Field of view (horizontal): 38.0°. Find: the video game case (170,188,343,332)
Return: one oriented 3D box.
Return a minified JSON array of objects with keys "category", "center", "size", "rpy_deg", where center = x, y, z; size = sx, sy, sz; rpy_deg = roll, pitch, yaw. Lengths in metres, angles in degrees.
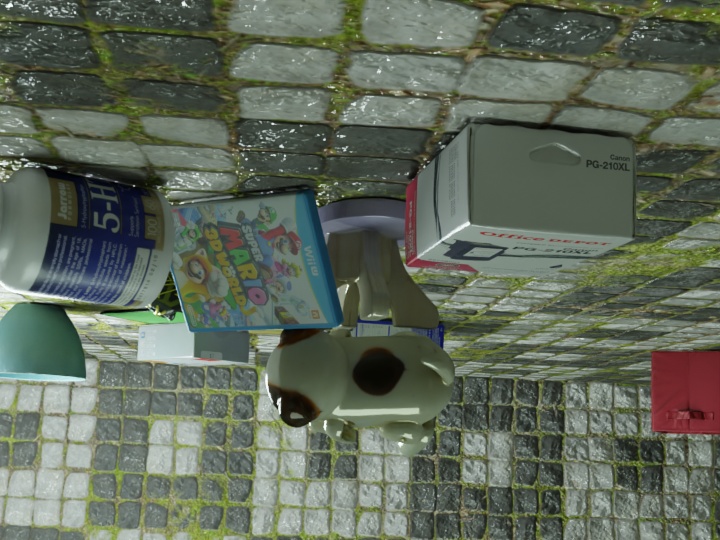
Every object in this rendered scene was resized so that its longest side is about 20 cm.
[{"category":"video game case","center":[-0.119,-0.006,1.101],"size":[0.197,0.146,0.018],"rpy_deg":[-4,-161,30]}]

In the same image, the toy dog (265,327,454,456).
[{"category":"toy dog","center":[-0.009,0.128,1.149],"size":[0.197,0.142,0.193],"rpy_deg":[8,170,-19]}]

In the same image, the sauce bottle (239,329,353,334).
[{"category":"sauce bottle","center":[-0.109,0.078,1.770],"size":[0.196,0.066,0.065],"rpy_deg":[3,170,-5]}]

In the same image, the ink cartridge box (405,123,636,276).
[{"category":"ink cartridge box","center":[0.131,-0.054,0.904],"size":[0.142,0.086,0.200],"rpy_deg":[4,170,-11]}]

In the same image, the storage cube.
[{"category":"storage cube","center":[0.762,0.280,2.384],"size":[0.168,0.183,0.199],"rpy_deg":[-3,168,26]}]

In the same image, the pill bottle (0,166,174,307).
[{"category":"pill bottle","center":[-0.291,-0.034,1.009],"size":[0.197,0.122,0.119],"rpy_deg":[9,168,-36]}]

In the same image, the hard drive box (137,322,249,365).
[{"category":"hard drive box","center":[-0.359,0.159,2.249],"size":[0.198,0.078,0.154],"rpy_deg":[-8,167,43]}]

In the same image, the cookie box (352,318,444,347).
[{"category":"cookie box","center":[0.055,0.145,2.076],"size":[0.196,0.077,0.171],"rpy_deg":[4,171,-6]}]

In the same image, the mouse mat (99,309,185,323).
[{"category":"mouse mat","center":[-0.397,0.091,2.077],"size":[0.197,0.008,0.160],"rpy_deg":[-3,169,33]}]

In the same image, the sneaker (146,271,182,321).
[{"category":"sneaker","center":[-0.281,0.024,1.438],"size":[0.196,0.086,0.074],"rpy_deg":[5,169,-18]}]

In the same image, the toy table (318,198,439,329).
[{"category":"toy table","center":[0.000,0.000,1.152],"size":[0.180,0.119,0.200],"rpy_deg":[3,171,-2]}]

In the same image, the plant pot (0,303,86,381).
[{"category":"plant pot","center":[-0.623,0.137,2.008],"size":[0.196,0.137,0.200],"rpy_deg":[2,171,0]}]
